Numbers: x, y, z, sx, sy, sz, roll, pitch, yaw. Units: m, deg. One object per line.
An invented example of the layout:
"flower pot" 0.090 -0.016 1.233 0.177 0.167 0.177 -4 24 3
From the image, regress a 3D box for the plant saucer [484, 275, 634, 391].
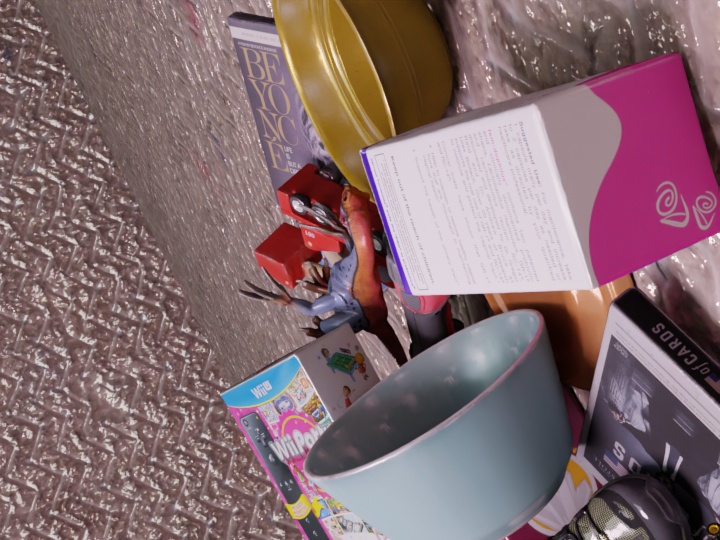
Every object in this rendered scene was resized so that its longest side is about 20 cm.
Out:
"plant saucer" 0.129 0.002 0.871 0.200 0.037 0.200 56 162 28

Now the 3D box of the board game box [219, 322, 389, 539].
"board game box" -0.016 0.159 0.995 0.201 0.064 0.147 60 145 1

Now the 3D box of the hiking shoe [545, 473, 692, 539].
"hiking shoe" 0.142 0.208 0.804 0.076 0.100 0.200 51 141 18

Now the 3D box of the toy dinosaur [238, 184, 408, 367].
"toy dinosaur" 0.000 0.000 0.985 0.181 0.199 0.106 -31 44 60

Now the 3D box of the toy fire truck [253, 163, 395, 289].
"toy fire truck" -0.018 -0.022 1.096 0.199 0.049 0.141 26 146 31

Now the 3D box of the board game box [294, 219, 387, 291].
"board game box" -0.036 -0.052 1.345 0.201 0.036 0.151 62 165 7

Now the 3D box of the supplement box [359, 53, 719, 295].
"supplement box" 0.097 -0.049 0.698 0.200 0.101 0.104 -6 104 65

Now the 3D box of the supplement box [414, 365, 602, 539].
"supplement box" 0.129 0.155 0.976 0.201 0.110 0.086 61 164 13

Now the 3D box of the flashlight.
"flashlight" 0.063 0.028 1.012 0.200 0.067 0.068 71 -175 -57

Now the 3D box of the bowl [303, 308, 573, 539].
"bowl" 0.070 0.125 0.852 0.105 0.200 0.201 56 166 -9

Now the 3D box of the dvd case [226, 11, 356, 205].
"dvd case" -0.042 -0.128 1.079 0.148 0.016 0.201 19 135 39

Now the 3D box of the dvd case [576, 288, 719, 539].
"dvd case" 0.205 0.120 0.771 0.150 0.025 0.200 47 158 30

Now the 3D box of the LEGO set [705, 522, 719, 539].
"LEGO set" 0.243 0.223 0.633 0.116 0.153 0.201 43 158 53

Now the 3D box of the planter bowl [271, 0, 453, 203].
"planter bowl" 0.013 -0.158 0.913 0.201 0.083 0.201 57 164 26
